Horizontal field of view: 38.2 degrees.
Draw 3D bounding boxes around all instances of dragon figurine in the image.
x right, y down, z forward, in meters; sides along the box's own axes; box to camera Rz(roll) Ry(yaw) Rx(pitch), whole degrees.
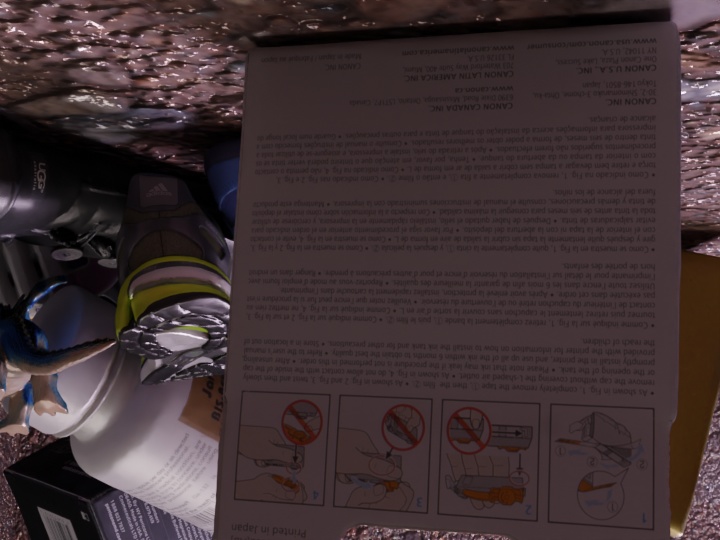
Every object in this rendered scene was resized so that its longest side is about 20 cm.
[{"bbox_3d":[-0.193,0.031,0.571,0.058,0.102,0.199,5,159,-31],"label":"dragon figurine"}]

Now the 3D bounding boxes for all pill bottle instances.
[{"bbox_3d":[-0.131,0.096,0.700,0.199,0.116,0.113,35,154,-32],"label":"pill bottle"}]

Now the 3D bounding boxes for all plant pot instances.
[{"bbox_3d":[0.149,0.070,0.808,0.196,0.199,0.194,17,172,0],"label":"plant pot"}]

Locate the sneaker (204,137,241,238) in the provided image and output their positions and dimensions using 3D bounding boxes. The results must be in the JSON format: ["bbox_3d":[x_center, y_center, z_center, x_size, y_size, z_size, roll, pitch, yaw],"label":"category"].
[{"bbox_3d":[-0.029,0.000,0.577,0.072,0.084,0.201,-5,149,17],"label":"sneaker"}]

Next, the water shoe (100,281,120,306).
[{"bbox_3d":[-0.131,0.005,0.768,0.197,0.081,0.071,-4,170,37],"label":"water shoe"}]

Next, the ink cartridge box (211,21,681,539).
[{"bbox_3d":[0.031,0.018,0.369,0.157,0.205,0.050,0,173,16],"label":"ink cartridge box"}]

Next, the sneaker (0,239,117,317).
[{"bbox_3d":[-0.255,0.005,0.725,0.196,0.082,0.088,-16,-173,-4],"label":"sneaker"}]

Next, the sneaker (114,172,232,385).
[{"bbox_3d":[-0.092,0.011,0.563,0.072,0.083,0.200,-7,164,-9],"label":"sneaker"}]

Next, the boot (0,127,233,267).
[{"bbox_3d":[-0.181,-0.032,0.607,0.162,0.067,0.199,-1,176,33],"label":"boot"}]

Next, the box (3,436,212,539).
[{"bbox_3d":[-0.191,0.200,0.968,0.198,0.120,0.195,-28,-164,-36],"label":"box"}]
